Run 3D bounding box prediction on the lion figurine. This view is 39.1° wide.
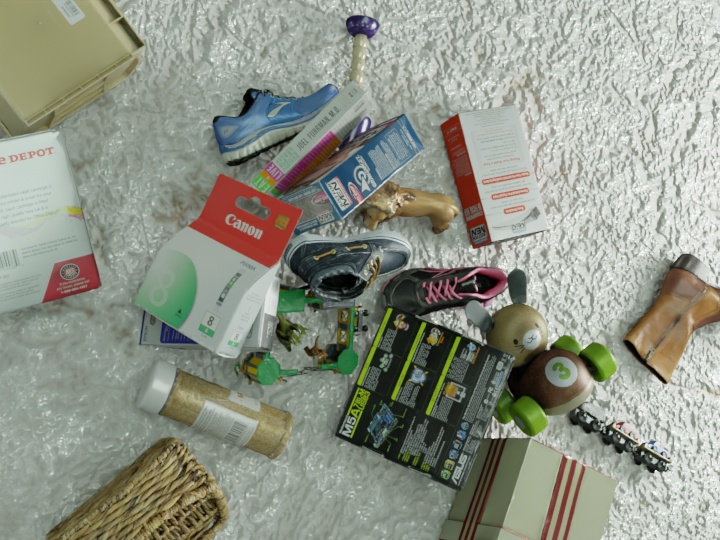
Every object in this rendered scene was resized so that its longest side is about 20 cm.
[{"bbox_3d":[0.075,-0.093,1.456,0.199,0.122,0.073,-5,84,-24],"label":"lion figurine"}]

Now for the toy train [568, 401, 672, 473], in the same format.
[{"bbox_3d":[0.410,0.260,1.591,0.199,0.034,0.046,32,58,-14],"label":"toy train"}]

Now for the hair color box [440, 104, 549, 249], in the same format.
[{"bbox_3d":[0.205,-0.144,1.554,0.110,0.064,0.201,-12,85,-26],"label":"hair color box"}]

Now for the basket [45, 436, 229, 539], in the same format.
[{"bbox_3d":[-0.258,0.319,1.233,0.200,0.143,0.149,-39,96,-23],"label":"basket"}]

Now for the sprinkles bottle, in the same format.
[{"bbox_3d":[-0.189,0.183,1.326,0.199,0.068,0.069,25,72,-18],"label":"sprinkles bottle"}]

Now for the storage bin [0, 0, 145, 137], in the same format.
[{"bbox_3d":[-0.415,-0.301,1.298,0.198,0.094,0.200,-40,97,-24],"label":"storage bin"}]

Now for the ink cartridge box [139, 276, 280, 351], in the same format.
[{"bbox_3d":[-0.195,0.054,1.302,0.037,0.199,0.095,26,67,-58],"label":"ink cartridge box"}]

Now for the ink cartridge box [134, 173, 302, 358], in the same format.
[{"bbox_3d":[-0.179,-0.014,1.264,0.050,0.160,0.201,22,93,-55],"label":"ink cartridge box"}]

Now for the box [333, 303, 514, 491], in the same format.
[{"bbox_3d":[0.088,0.174,1.397,0.192,0.048,0.201,21,84,12],"label":"box"}]

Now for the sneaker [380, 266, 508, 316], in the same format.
[{"bbox_3d":[0.127,0.025,1.475,0.199,0.095,0.080,-9,86,-23],"label":"sneaker"}]

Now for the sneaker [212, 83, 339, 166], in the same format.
[{"bbox_3d":[-0.117,-0.224,1.421,0.199,0.078,0.090,-28,95,-24],"label":"sneaker"}]

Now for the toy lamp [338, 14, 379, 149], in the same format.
[{"bbox_3d":[-0.005,-0.271,1.489,0.058,0.058,0.201,12,77,-21],"label":"toy lamp"}]

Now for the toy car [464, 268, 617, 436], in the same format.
[{"bbox_3d":[0.239,0.104,1.462,0.164,0.158,0.201,-34,105,-15],"label":"toy car"}]

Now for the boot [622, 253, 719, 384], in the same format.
[{"bbox_3d":[0.546,0.101,1.656,0.188,0.068,0.200,42,69,-12],"label":"boot"}]

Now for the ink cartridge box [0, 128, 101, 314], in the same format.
[{"bbox_3d":[-0.417,-0.060,1.240,0.145,0.083,0.201,-16,100,-24],"label":"ink cartridge box"}]

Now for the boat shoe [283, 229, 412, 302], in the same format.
[{"bbox_3d":[0.000,0.000,1.358,0.199,0.071,0.091,-3,37,-34],"label":"boat shoe"}]

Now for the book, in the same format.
[{"bbox_3d":[-0.067,-0.165,1.359,0.200,0.134,0.048,-44,89,3],"label":"book"}]

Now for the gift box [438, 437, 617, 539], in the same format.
[{"bbox_3d":[0.231,0.346,1.412,0.184,0.200,0.188,25,74,-12],"label":"gift box"}]

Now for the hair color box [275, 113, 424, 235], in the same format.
[{"bbox_3d":[-0.012,-0.130,1.361,0.200,0.100,0.061,-43,107,-40],"label":"hair color box"}]

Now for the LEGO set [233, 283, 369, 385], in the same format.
[{"bbox_3d":[-0.099,0.076,1.377,0.199,0.116,0.155,-12,105,-37],"label":"LEGO set"}]
